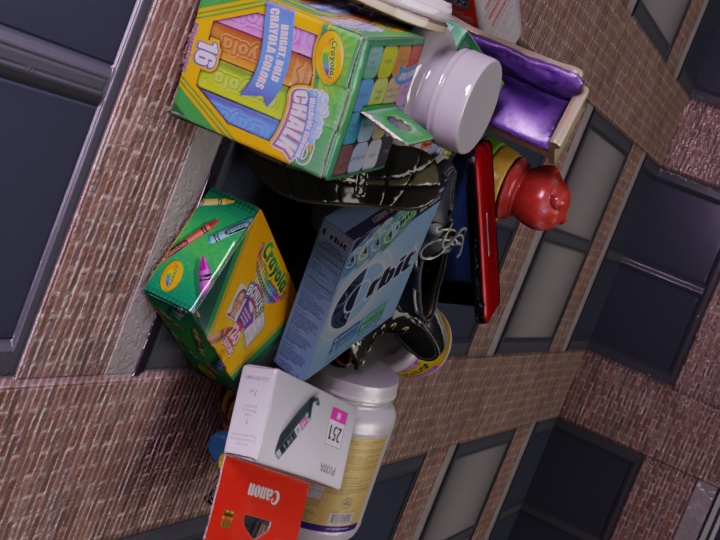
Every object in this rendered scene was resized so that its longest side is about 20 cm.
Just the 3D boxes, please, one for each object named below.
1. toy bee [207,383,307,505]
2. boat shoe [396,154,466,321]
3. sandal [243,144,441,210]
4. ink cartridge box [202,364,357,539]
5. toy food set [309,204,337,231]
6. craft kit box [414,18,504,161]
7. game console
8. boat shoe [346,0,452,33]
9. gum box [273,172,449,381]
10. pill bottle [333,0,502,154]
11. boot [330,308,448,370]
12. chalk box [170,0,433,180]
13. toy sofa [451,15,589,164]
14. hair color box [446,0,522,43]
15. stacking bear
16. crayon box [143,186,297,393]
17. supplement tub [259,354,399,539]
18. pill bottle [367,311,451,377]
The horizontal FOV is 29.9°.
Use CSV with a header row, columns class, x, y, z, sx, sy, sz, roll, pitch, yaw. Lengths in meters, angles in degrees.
class,x,y,z,sx,sy,sz,roll,pitch,yaw
toy bee,-0.102,0.192,1.471,0.131,0.109,0.200,-58,159,-27
boat shoe,0.077,-0.031,1.480,0.075,0.062,0.200,-25,139,-49
sandal,-0.021,-0.097,1.289,0.057,0.201,0.080,14,-90,67
ink cartridge box,-0.077,0.202,1.373,0.200,0.043,0.174,35,63,-61
toy food set,0.022,-0.130,1.491,0.200,0.060,0.144,-30,139,-54
craft kit box,0.062,-0.150,1.412,0.200,0.048,0.197,-56,165,4
game console,0.098,-0.048,1.578,0.172,0.118,0.201,-40,126,-74
boat shoe,-0.004,-0.259,1.121,0.069,0.200,0.075,-67,-156,5
gum box,0.000,0.000,1.389,0.170,0.045,0.200,-34,154,-45
pill bottle,0.021,-0.182,1.232,0.120,0.200,0.120,-53,157,-35
boot,0.016,0.069,1.572,0.204,0.073,0.154,55,44,-28
chalk box,-0.032,-0.155,1.123,0.125,0.200,0.124,-21,132,-64
toy sofa,0.156,-0.210,1.557,0.083,0.200,0.098,-61,166,-14
hair color box,0.141,-0.312,1.608,0.102,0.061,0.200,-60,161,-17
stacking bear,0.169,-0.114,1.693,0.114,0.200,0.122,-60,160,-18
crayon box,-0.127,0.024,1.288,0.119,0.058,0.200,-59,159,-19
supplement tub,-0.043,0.200,1.576,0.145,0.145,0.200,-15,126,-66
pill bottle,0.060,0.088,1.777,0.104,0.104,0.200,-67,160,1
